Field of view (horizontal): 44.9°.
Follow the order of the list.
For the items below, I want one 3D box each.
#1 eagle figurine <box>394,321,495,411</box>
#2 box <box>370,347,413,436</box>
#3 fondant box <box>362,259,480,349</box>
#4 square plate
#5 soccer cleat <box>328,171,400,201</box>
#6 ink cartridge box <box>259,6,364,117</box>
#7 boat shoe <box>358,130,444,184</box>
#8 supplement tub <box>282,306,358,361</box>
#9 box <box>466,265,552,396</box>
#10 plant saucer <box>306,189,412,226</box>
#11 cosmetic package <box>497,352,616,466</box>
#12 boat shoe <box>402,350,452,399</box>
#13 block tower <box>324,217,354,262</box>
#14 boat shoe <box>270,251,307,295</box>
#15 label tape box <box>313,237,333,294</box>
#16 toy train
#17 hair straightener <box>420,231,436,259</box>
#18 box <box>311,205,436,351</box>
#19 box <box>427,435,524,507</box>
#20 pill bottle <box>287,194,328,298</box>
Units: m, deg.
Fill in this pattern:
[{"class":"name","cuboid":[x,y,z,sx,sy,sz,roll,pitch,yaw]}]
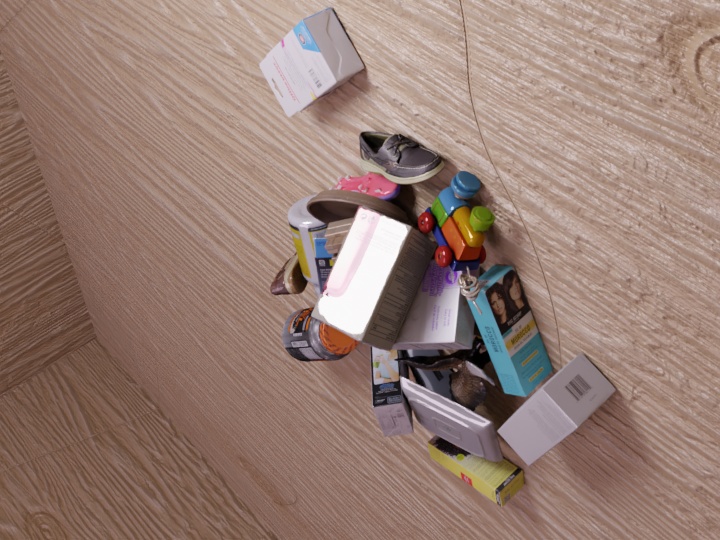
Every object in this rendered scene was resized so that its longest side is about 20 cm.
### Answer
[{"class":"eagle figurine","cuboid":[0.174,0.167,1.538,0.200,0.150,0.153,-43,62,31]},{"class":"box","cuboid":[0.060,0.208,1.710,0.117,0.059,0.202,69,-165,-49]},{"class":"fondant box","cuboid":[0.103,0.059,1.494,0.198,0.146,0.058,-5,161,40]},{"class":"square plate","cuboid":[0.168,0.287,1.634,0.197,0.029,0.201,23,157,27]},{"class":"soccer cleat","cuboid":[0.019,-0.136,1.571,0.077,0.067,0.199,47,157,-27]},{"class":"ink cartridge box","cuboid":[-0.089,-0.353,1.499,0.116,0.068,0.199,60,151,-7]},{"class":"boat shoe","cuboid":[0.057,-0.190,1.432,0.199,0.073,0.065,17,139,50]},{"class":"supplement tub","cuboid":[-0.085,0.141,1.947,0.199,0.122,0.123,-13,108,60]},{"class":"box","cuboid":[0.244,0.098,1.426,0.049,0.082,0.202,1,120,53]},{"class":"plant saucer","cuboid":[0.001,-0.100,1.550,0.198,0.030,0.200,14,168,3]},{"class":"cosmetic package","cuboid":[0.316,0.230,1.423,0.085,0.107,0.201,47,152,15]},{"class":"boat shoe","cuboid":[0.140,0.217,1.722,0.200,0.073,0.068,56,161,-14]},{"class":"block tower","cuboid":[0.000,0.000,1.580,0.057,0.054,0.201,-9,130,27]},{"class":"boat shoe","cuboid":[-0.140,0.003,1.828,0.071,0.200,0.073,-19,108,19]},{"class":"label tape box","cuboid":[-0.010,-0.001,1.663,0.066,0.141,0.202,-88,-6,-51]},{"class":"toy train","cuboid":[0.173,-0.048,1.345,0.201,0.084,0.116,66,146,32]},{"class":"hair straightener","cuboid":[0.098,0.001,1.611,0.077,0.041,0.201,40,152,29]},{"class":"box","cuboid":[0.024,0.015,1.439,0.108,0.202,0.128,24,178,27]},{"class":"box","cuboid":[0.230,0.389,1.758,0.199,0.075,0.051,28,142,40]},{"class":"pill bottle","cuboid":[-0.073,-0.043,1.748,0.112,0.112,0.202,26,140,43]}]
